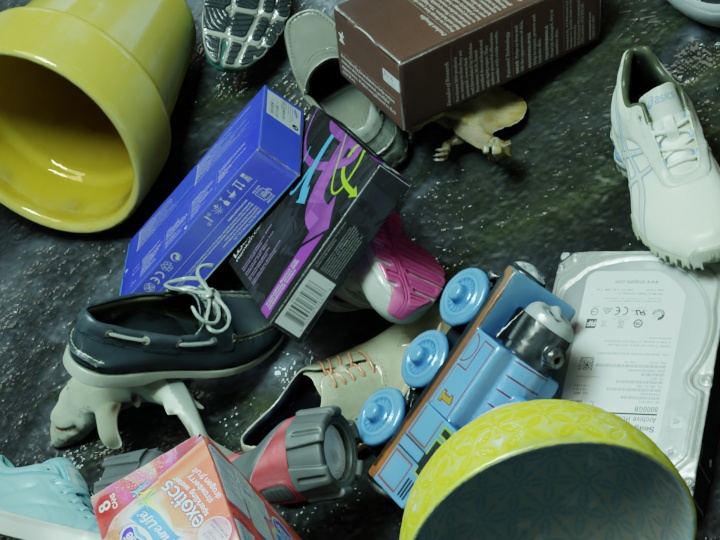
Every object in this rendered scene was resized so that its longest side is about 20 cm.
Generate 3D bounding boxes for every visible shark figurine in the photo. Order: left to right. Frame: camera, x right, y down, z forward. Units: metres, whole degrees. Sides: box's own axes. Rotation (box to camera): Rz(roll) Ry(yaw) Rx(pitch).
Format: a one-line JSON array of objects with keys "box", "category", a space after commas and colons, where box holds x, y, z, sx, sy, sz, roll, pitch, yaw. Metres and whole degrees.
[{"box": [-0.156, 0.101, 1.565, 0.213, 0.089, 0.129, 15, 99, 43], "category": "shark figurine"}]

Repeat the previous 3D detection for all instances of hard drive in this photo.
[{"box": [0.193, 0.078, 1.422, 0.139, 0.038, 0.201, 0, 59, 28], "category": "hard drive"}]

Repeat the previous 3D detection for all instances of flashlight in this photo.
[{"box": [-0.098, 0.144, 1.438, 0.198, 0.068, 0.069, -10, 88, 28], "category": "flashlight"}]

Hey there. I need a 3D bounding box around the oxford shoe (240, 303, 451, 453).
[{"box": [-0.004, 0.090, 1.489, 0.200, 0.074, 0.071, -43, 47, -7], "category": "oxford shoe"}]

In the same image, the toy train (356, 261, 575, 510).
[{"box": [0.080, 0.089, 1.415, 0.201, 0.086, 0.114, -55, 36, 4], "category": "toy train"}]

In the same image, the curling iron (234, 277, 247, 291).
[{"box": [-0.070, -0.035, 1.643, 0.049, 0.026, 0.201, 9, 63, 35], "category": "curling iron"}]

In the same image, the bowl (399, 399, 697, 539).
[{"box": [0.113, 0.153, 1.316, 0.199, 0.201, 0.108, -28, 38, 7], "category": "bowl"}]

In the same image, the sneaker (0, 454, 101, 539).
[{"box": [-0.236, 0.185, 1.546, 0.199, 0.074, 0.082, 12, 67, 32], "category": "sneaker"}]

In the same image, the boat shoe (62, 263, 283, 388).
[{"box": [-0.137, 0.040, 1.532, 0.199, 0.062, 0.075, -6, 42, -34], "category": "boat shoe"}]

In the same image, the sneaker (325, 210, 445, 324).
[{"box": [0.000, 0.000, 1.539, 0.088, 0.081, 0.200, -53, 25, 10], "category": "sneaker"}]

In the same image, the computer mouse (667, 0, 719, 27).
[{"box": [0.245, -0.237, 1.584, 0.199, 0.109, 0.044, 33, 102, 31], "category": "computer mouse"}]

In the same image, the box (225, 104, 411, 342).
[{"box": [-0.041, -0.041, 1.521, 0.143, 0.036, 0.200, -55, 22, 5], "category": "box"}]

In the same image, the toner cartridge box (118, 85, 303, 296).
[{"box": [-0.121, -0.048, 1.596, 0.200, 0.043, 0.095, -46, 23, 29], "category": "toner cartridge box"}]

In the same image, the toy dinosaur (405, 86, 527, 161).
[{"box": [0.086, -0.139, 1.628, 0.100, 0.059, 0.201, -4, 42, 5], "category": "toy dinosaur"}]

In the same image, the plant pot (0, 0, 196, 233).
[{"box": [-0.240, -0.169, 1.727, 0.199, 0.202, 0.190, 1, 43, 28], "category": "plant pot"}]

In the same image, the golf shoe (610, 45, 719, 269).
[{"box": [0.224, -0.086, 1.456, 0.078, 0.098, 0.201, -18, 41, -2], "category": "golf shoe"}]

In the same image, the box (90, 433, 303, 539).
[{"box": [-0.092, 0.216, 1.365, 0.094, 0.200, 0.103, -29, 50, 6], "category": "box"}]

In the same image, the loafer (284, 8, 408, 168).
[{"box": [-0.018, -0.162, 1.675, 0.070, 0.070, 0.200, -34, 49, 2], "category": "loafer"}]

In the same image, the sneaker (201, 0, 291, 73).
[{"box": [-0.105, -0.250, 1.784, 0.077, 0.080, 0.201, 16, 51, -11], "category": "sneaker"}]

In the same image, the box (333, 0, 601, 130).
[{"box": [0.088, -0.199, 1.598, 0.199, 0.075, 0.100, -24, 45, -21], "category": "box"}]
